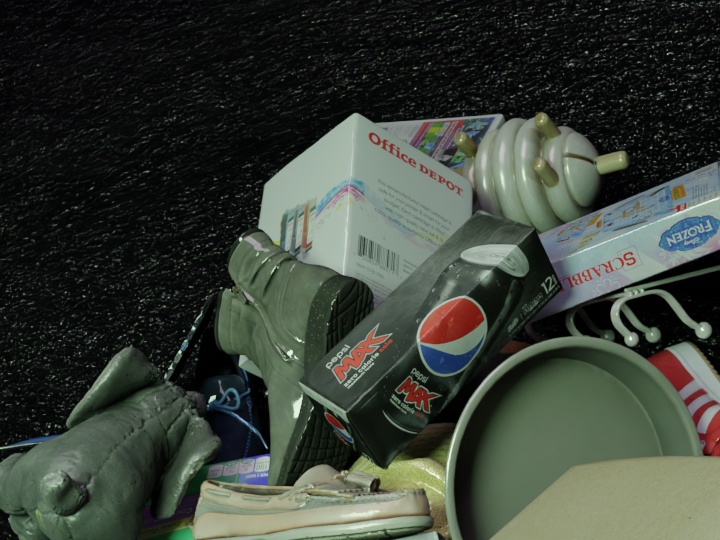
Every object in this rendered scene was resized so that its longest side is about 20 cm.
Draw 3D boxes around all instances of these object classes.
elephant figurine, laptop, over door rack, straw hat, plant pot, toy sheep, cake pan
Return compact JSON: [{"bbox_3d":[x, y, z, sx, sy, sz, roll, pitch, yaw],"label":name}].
[{"bbox_3d":[-0.172,0.129,0.975,0.154,0.142,0.200,7,43,45],"label":"elephant figurine"},{"bbox_3d":[-0.222,0.094,1.160,0.201,0.103,0.177,-61,4,-8],"label":"laptop"},{"bbox_3d":[0.256,0.018,1.079,0.199,0.067,0.147,-26,6,-23],"label":"over door rack"},{"bbox_3d":[0.043,0.177,0.926,0.199,0.085,0.203,-12,53,17],"label":"straw hat"},{"bbox_3d":[0.162,0.226,0.754,0.199,0.201,0.176,-36,26,-24],"label":"plant pot"},{"bbox_3d":[0.169,-0.090,1.273,0.198,0.139,0.138,-6,34,33],"label":"toy sheep"},{"bbox_3d":[0.145,0.147,0.888,0.199,0.202,0.037,-31,5,-17],"label":"cake pan"}]

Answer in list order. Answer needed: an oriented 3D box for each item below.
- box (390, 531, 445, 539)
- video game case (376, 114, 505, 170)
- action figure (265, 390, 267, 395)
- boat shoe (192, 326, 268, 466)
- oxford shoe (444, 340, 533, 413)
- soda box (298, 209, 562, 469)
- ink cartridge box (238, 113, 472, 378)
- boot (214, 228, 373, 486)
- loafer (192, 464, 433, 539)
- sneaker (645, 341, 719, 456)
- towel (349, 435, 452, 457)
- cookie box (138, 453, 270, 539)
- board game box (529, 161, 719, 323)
[{"bbox_3d":[-0.027,0.268,0.835,0.198,0.051,0.159,-13,69,6],"label":"box"},{"bbox_3d":[0.055,-0.116,1.482,0.180,0.023,0.201,-1,36,29],"label":"video game case"},{"bbox_3d":[-0.062,0.039,1.225,0.101,0.120,0.200,-22,25,7],"label":"action figure"},{"bbox_3d":[-0.134,0.126,1.174,0.083,0.069,0.200,-22,32,-2],"label":"boat shoe"},{"bbox_3d":[0.114,0.089,1.115,0.071,0.072,0.199,-3,10,-42],"label":"oxford shoe"},{"bbox_3d":[0.054,0.047,0.946,0.200,0.064,0.071,-44,35,-17],"label":"soda box"},{"bbox_3d":[0.000,0.000,1.122,0.144,0.145,0.202,-31,42,42],"label":"ink cartridge box"},{"bbox_3d":[-0.063,0.077,1.004,0.130,0.202,0.067,22,15,39],"label":"boot"},{"bbox_3d":[-0.041,0.162,0.886,0.198,0.072,0.064,-17,69,33],"label":"loafer"},{"bbox_3d":[0.234,0.128,0.963,0.111,0.072,0.200,-17,24,-3],"label":"sneaker"},{"bbox_3d":[0.050,0.139,1.056,0.198,0.018,0.086,-7,-5,20],"label":"towel"},{"bbox_3d":[-0.142,0.247,0.989,0.169,0.076,0.201,-12,33,10],"label":"cookie box"},{"bbox_3d":[0.215,-0.023,1.076,0.198,0.042,0.200,-22,5,19],"label":"board game box"}]
